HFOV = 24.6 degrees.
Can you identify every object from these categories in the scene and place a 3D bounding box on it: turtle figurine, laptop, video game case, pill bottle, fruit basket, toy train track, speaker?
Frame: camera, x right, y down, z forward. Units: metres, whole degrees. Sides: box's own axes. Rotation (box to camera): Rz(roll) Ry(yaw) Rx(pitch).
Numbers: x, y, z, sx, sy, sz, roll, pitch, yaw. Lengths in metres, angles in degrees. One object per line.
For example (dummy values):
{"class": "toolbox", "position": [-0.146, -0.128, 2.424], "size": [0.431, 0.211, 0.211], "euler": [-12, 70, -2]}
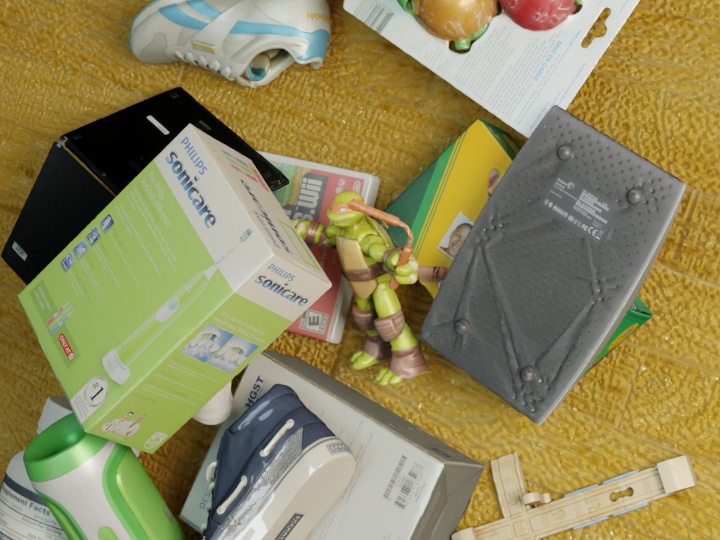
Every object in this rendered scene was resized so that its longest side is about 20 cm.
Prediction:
{"class": "turtle figurine", "position": [0.000, 0.000, 1.284], "size": [0.199, 0.064, 0.162], "euler": [14, 126, 50]}
{"class": "laptop", "position": [-0.188, -0.046, 1.420], "size": [0.177, 0.199, 0.104], "euler": [40, 145, 37]}
{"class": "video game case", "position": [-0.086, -0.029, 1.414], "size": [0.199, 0.017, 0.144], "euler": [14, 89, 31]}
{"class": "pill bottle", "position": [-0.255, 0.217, 1.412], "size": [0.119, 0.119, 0.201], "euler": [19, 91, 30]}
{"class": "fruit basket", "position": [0.111, -0.225, 1.250], "size": [0.199, 0.094, 0.186], "euler": [35, 100, 13]}
{"class": "toy train track", "position": [0.154, 0.181, 1.237], "size": [0.199, 0.032, 0.116], "euler": [-23, 72, 23]}
{"class": "speaker", "position": [-0.189, 0.211, 1.325], "size": [0.088, 0.089, 0.201], "euler": [-19, 112, 25]}

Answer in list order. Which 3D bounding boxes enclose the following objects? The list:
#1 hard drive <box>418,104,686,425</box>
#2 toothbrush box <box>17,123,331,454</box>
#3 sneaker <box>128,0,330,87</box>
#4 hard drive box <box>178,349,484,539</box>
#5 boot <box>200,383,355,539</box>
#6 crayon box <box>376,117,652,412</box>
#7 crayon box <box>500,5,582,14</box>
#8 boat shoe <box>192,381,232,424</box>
{"class": "hard drive", "position": [0.142, -0.003, 1.199], "size": [0.135, 0.042, 0.201], "euler": [35, 100, 29]}
{"class": "toothbrush box", "position": [-0.144, 0.016, 1.251], "size": [0.200, 0.086, 0.146], "euler": [-44, 55, 13]}
{"class": "sneaker", "position": [-0.118, -0.200, 1.427], "size": [0.199, 0.076, 0.081], "euler": [-7, 81, 30]}
{"class": "hard drive box", "position": [-0.025, 0.177, 1.313], "size": [0.199, 0.077, 0.157], "euler": [29, 97, 29]}
{"class": "boot", "position": [-0.092, 0.187, 1.274], "size": [0.200, 0.073, 0.090], "euler": [-49, 55, 7]}
{"class": "crayon box", "position": [0.116, -0.003, 1.272], "size": [0.119, 0.058, 0.200], "euler": [-44, 64, 17]}
{"class": "crayon box", "position": [0.096, -0.253, 1.328], "size": [0.199, 0.051, 0.127], "euler": [17, 91, 31]}
{"class": "boat shoe", "position": [-0.157, 0.078, 1.375], "size": [0.200, 0.073, 0.066], "euler": [-146, 46, -67]}
